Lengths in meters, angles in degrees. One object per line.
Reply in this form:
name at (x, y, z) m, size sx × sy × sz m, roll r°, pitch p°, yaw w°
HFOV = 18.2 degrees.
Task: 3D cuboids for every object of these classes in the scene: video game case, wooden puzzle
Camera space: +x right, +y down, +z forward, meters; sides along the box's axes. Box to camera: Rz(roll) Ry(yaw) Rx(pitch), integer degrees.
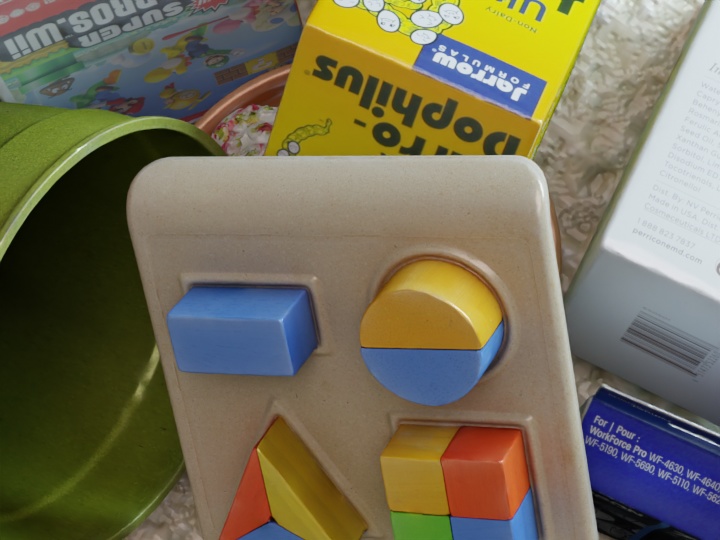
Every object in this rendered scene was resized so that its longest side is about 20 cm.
video game case at (-0.099, -0.108, 1.015) m, size 0.143 × 0.200 × 0.018 m, roll -22°, pitch 72°, yaw -2°
wooden puzzle at (-0.003, 0.054, 0.918) m, size 0.185 × 0.046 × 0.201 m, roll 1°, pitch 113°, yaw 24°

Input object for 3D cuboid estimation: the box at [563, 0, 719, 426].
box at (0.180, -0.050, 1.011) m, size 0.106 × 0.152 × 0.201 m, roll 26°, pitch 73°, yaw 4°

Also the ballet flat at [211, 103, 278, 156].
ballet flat at (0.000, 0.000, 1.029) m, size 0.076 × 0.064 × 0.200 m, roll -37°, pitch 82°, yaw -4°

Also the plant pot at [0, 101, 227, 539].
plant pot at (-0.183, 0.004, 1.003) m, size 0.192 × 0.200 × 0.201 m, roll 20°, pitch 82°, yaw 29°

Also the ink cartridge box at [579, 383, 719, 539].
ink cartridge box at (0.131, 0.097, 0.980) m, size 0.099 × 0.200 × 0.039 m, roll 24°, pitch 79°, yaw 5°

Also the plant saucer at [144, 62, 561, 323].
plant saucer at (-0.004, -0.003, 1.080) m, size 0.199 × 0.037 × 0.201 m, roll 0°, pitch 81°, yaw 0°

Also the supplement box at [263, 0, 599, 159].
supplement box at (0.043, -0.104, 1.009) m, size 0.108 × 0.110 × 0.200 m, roll 23°, pitch 44°, yaw 3°
